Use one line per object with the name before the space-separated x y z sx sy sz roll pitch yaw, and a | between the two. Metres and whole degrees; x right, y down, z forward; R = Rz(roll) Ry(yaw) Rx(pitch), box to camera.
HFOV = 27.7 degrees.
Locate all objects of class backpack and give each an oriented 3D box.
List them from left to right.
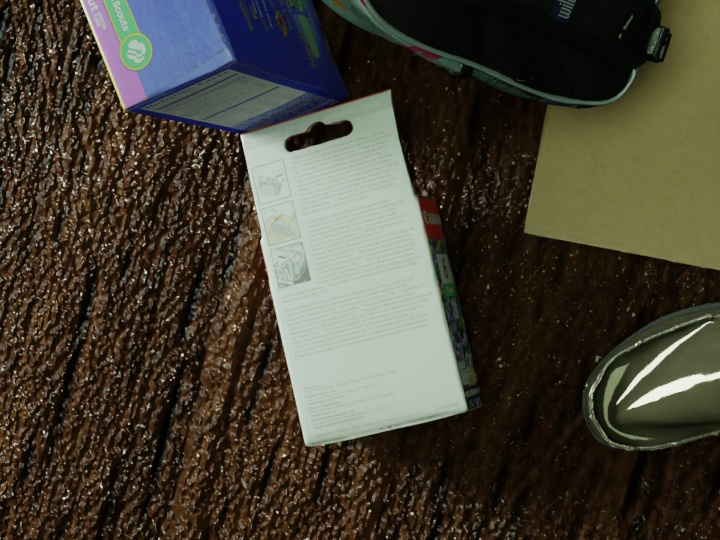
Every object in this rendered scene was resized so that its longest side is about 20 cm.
backpack | 0.066 -0.196 0.799 0.150 0.199 0.179 35 110 56

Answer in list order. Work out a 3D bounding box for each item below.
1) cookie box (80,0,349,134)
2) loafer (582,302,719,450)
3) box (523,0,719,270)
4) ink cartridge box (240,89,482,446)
cookie box | -0.097 -0.175 0.861 0.075 0.200 0.172 -24 84 16
loafer | 0.211 0.050 0.828 0.199 0.070 0.076 -27 83 26
box | 0.193 -0.106 0.863 0.162 0.021 0.202 11 94 17
ink cartridge box | 0.000 0.000 0.912 0.108 0.050 0.202 -14 86 18
